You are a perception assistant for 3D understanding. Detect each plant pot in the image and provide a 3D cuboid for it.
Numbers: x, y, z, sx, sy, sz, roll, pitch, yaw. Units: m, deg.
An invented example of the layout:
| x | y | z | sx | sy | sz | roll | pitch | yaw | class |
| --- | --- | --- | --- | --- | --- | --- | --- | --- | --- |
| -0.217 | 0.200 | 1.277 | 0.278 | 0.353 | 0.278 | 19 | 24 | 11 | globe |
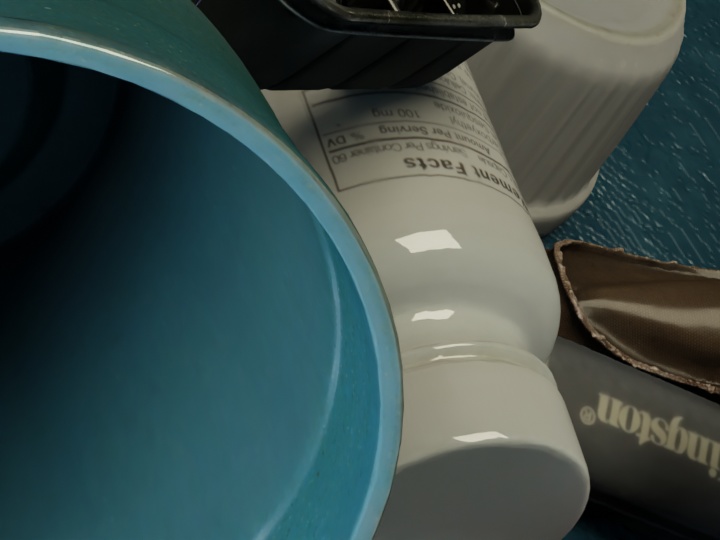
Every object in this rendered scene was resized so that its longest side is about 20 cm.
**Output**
| x | y | z | sx | sy | sz | roll | pitch | yaw | class |
| --- | --- | --- | --- | --- | --- | --- | --- | --- | --- |
| -0.106 | -0.008 | 0.620 | 0.200 | 0.200 | 0.188 | 23 | 24 | -24 | plant pot |

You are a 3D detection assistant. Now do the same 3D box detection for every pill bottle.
| x | y | z | sx | sy | sz | roll | pitch | yaw | class |
| --- | --- | --- | --- | --- | --- | --- | --- | --- | --- |
| 0.000 | 0.000 | 0.831 | 0.114 | 0.114 | 0.200 | 11 | 44 | -36 | pill bottle |

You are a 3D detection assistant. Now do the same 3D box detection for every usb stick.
| x | y | z | sx | sy | sz | roll | pitch | yaw | class |
| --- | --- | --- | --- | --- | --- | --- | --- | --- | --- |
| 0.106 | 0.066 | 0.921 | 0.200 | 0.033 | 0.056 | 23 | 73 | -23 | usb stick |

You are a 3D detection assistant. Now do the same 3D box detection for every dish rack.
| x | y | z | sx | sy | sz | roll | pitch | yaw | class |
| --- | --- | --- | --- | --- | --- | --- | --- | --- | --- |
| -0.046 | -0.136 | 0.763 | 0.200 | 0.055 | 0.153 | 56 | 24 | 13 | dish rack |

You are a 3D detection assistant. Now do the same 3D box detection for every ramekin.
| x | y | z | sx | sy | sz | roll | pitch | yaw | class |
| --- | --- | --- | --- | --- | --- | --- | --- | --- | --- |
| 0.035 | -0.117 | 0.999 | 0.202 | 0.094 | 0.202 | 29 | 35 | -23 | ramekin |

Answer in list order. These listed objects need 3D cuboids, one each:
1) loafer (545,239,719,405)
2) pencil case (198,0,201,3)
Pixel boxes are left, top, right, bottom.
| x | y | z | sx | sy | sz | roll | pitch | yaw | class |
| --- | --- | --- | --- | --- | --- | --- | --- | --- | --- |
| 0.141 | 0.023 | 0.977 | 0.200 | 0.071 | 0.073 | 15 | 42 | -32 | loafer |
| -0.142 | -0.061 | 0.767 | 0.200 | 0.087 | 0.087 | -1 | 51 | -33 | pencil case |
